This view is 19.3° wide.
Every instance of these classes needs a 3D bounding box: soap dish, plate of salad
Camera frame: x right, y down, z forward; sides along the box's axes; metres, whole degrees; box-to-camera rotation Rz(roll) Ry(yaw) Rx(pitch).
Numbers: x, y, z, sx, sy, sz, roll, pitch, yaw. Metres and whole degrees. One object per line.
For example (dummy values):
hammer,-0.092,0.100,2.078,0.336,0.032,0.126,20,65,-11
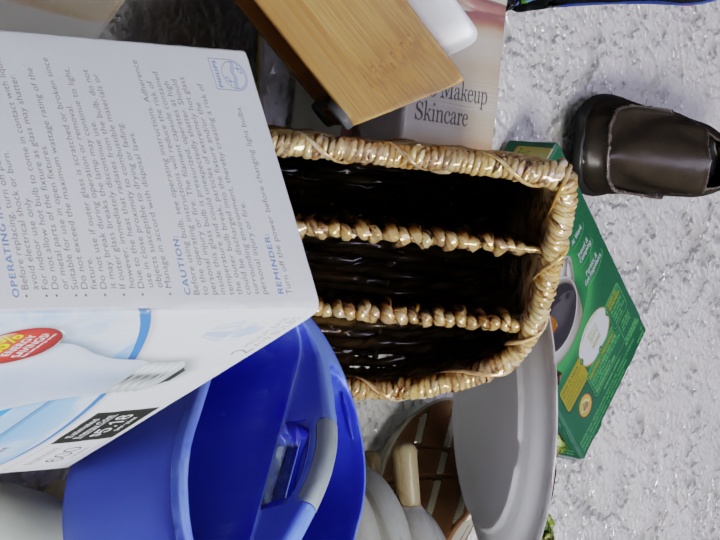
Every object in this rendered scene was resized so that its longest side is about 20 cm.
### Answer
soap dish,-0.020,-0.145,1.078,0.081,0.200,0.158,-39,96,-1
plate of salad,0.094,0.081,1.250,0.048,0.200,0.202,1,97,-13

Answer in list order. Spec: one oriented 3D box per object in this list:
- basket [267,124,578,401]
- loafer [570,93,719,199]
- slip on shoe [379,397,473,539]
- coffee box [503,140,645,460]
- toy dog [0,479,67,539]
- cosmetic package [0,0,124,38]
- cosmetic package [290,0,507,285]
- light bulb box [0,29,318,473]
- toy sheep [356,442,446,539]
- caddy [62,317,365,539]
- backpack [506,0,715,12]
basket,0.000,0.000,1.112,0.198,0.149,0.144,6,95,-9
loafer,0.219,-0.088,1.530,0.199,0.071,0.074,-5,100,-53
slip on shoe,0.029,0.170,1.334,0.061,0.076,0.201,124,-12,-55
coffee box,0.127,0.021,1.448,0.123,0.044,0.200,-60,139,-28
toy dog,-0.169,0.128,1.021,0.200,0.096,0.133,19,80,-53
cosmetic package,-0.150,-0.158,0.985,0.103,0.073,0.201,36,61,-13
cosmetic package,0.021,-0.094,1.247,0.103,0.087,0.202,0,96,-53
light bulb box,-0.162,-0.001,0.880,0.199,0.198,0.126,-1,67,-45
toy sheep,-0.014,0.169,1.210,0.199,0.138,0.139,-2,99,-22
caddy,-0.058,0.104,1.031,0.142,0.104,0.201,55,33,-34
backpack,0.162,-0.256,1.316,0.135,0.199,0.183,-51,133,-35
